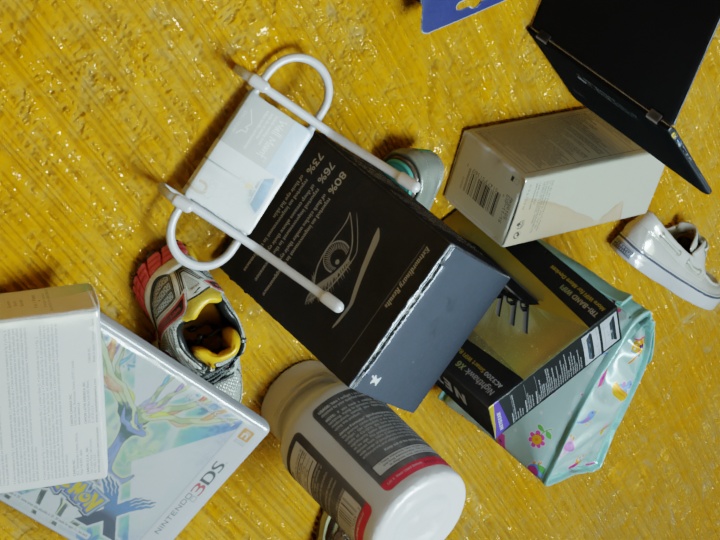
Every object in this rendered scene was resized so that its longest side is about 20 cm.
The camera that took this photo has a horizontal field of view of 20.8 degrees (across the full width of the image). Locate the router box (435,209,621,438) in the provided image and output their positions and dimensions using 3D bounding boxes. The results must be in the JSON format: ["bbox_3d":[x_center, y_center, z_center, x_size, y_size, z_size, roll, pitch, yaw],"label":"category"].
[{"bbox_3d":[0.117,0.038,1.813,0.157,0.200,0.052,-37,143,-16],"label":"router box"}]

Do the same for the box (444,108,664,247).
[{"bbox_3d":[0.188,-0.093,1.859,0.199,0.095,0.078,-12,131,-38],"label":"box"}]

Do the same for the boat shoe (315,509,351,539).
[{"bbox_3d":[-0.007,0.290,2.019,0.074,0.075,0.203,3,120,-47],"label":"boat shoe"}]

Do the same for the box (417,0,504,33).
[{"bbox_3d":[0.090,-0.301,1.619,0.121,0.032,0.201,-26,137,-27],"label":"box"}]

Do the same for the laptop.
[{"bbox_3d":[0.255,-0.198,1.750,0.116,0.187,0.200,-47,144,-1],"label":"laptop"}]

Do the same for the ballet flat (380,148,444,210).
[{"bbox_3d":[0.025,-0.021,1.781,0.064,0.067,0.201,-14,133,-52],"label":"ballet flat"}]

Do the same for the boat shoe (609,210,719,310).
[{"bbox_3d":[0.344,-0.016,2.114,0.200,0.071,0.070,27,105,-46],"label":"boat shoe"}]

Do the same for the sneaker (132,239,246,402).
[{"bbox_3d":[-0.138,0.068,1.677,0.078,0.082,0.200,-36,143,-16],"label":"sneaker"}]

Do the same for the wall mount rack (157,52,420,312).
[{"bbox_3d":[-0.060,-0.068,1.583,0.173,0.075,0.201,32,92,-20],"label":"wall mount rack"}]

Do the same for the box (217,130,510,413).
[{"bbox_3d":[0.000,0.000,1.656,0.148,0.200,0.104,-53,145,8],"label":"box"}]

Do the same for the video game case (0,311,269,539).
[{"bbox_3d":[-0.206,0.149,1.649,0.200,0.022,0.182,36,102,-29],"label":"video game case"}]

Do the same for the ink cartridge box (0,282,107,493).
[{"bbox_3d":[-0.302,0.101,1.553,0.199,0.050,0.162,-6,119,-14],"label":"ink cartridge box"}]

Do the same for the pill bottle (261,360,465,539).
[{"bbox_3d":[-0.004,0.172,1.809,0.110,0.200,0.111,-27,139,-26],"label":"pill bottle"}]

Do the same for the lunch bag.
[{"bbox_3d":[0.192,0.082,1.956,0.122,0.170,0.201,-8,127,-49],"label":"lunch bag"}]
